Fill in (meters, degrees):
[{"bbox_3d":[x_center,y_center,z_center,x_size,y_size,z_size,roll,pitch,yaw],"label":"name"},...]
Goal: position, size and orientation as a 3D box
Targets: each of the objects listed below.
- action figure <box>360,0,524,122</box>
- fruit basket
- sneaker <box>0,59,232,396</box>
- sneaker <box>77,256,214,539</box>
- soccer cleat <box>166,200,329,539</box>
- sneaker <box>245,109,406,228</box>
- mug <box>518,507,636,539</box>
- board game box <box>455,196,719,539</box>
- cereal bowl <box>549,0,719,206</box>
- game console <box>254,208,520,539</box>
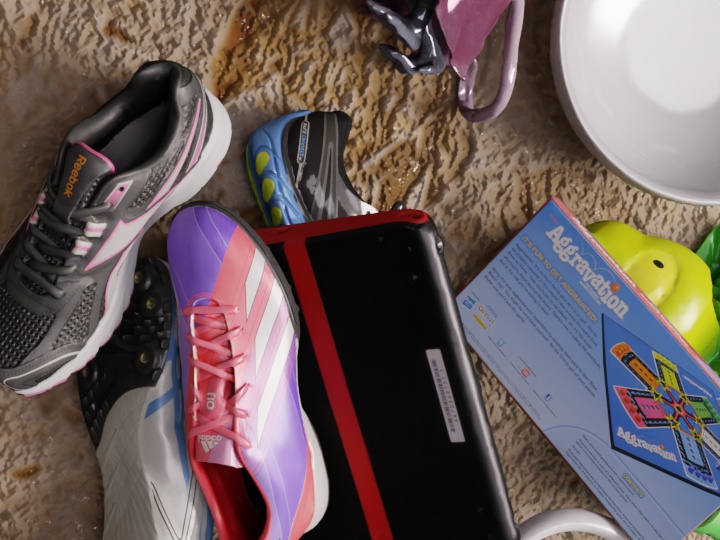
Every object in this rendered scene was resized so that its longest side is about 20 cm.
[{"bbox_3d":[0.085,-0.204,0.879,0.148,0.134,0.201,38,84,-22],"label":"action figure"},{"bbox_3d":[0.212,0.049,0.963,0.213,0.155,0.219,-14,115,-32],"label":"fruit basket"},{"bbox_3d":[-0.149,-0.034,0.815,0.080,0.086,0.202,27,76,12],"label":"sneaker"},{"bbox_3d":[-0.115,0.093,0.873,0.072,0.071,0.203,-4,92,-56],"label":"sneaker"},{"bbox_3d":[-0.069,0.064,0.827,0.073,0.067,0.203,-37,119,-54],"label":"soccer cleat"},{"bbox_3d":[0.000,0.000,0.900,0.082,0.071,0.202,-23,101,-12],"label":"sneaker"},{"bbox_3d":[0.105,0.238,0.925,0.174,0.148,0.201,30,95,-12],"label":"mug"},{"bbox_3d":[0.146,0.064,0.913,0.103,0.019,0.201,-46,73,21],"label":"board game box"},{"bbox_3d":[0.211,-0.140,0.952,0.197,0.083,0.203,0,92,-5],"label":"cereal bowl"},{"bbox_3d":[-0.008,0.070,0.858,0.031,0.175,0.203,-37,115,-54],"label":"game console"}]
